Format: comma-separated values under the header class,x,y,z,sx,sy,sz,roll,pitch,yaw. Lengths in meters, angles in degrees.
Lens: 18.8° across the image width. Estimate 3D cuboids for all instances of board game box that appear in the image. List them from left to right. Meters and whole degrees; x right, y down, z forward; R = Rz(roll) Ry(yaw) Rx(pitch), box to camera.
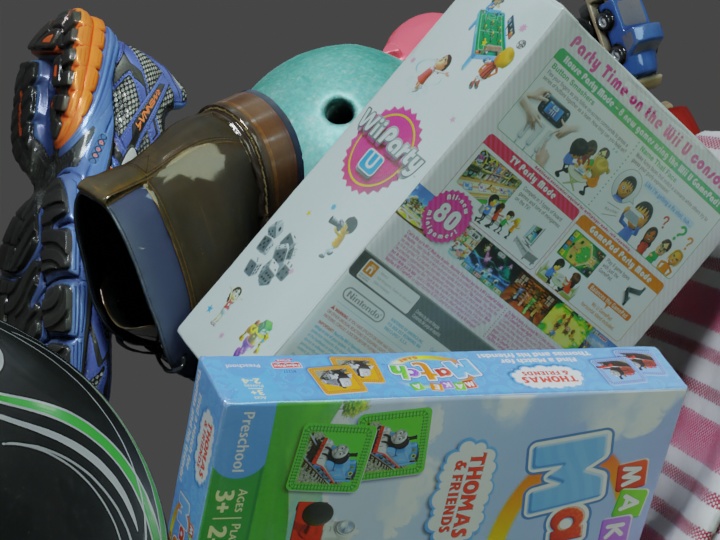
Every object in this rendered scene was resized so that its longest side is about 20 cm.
class,x,y,z,sx,sy,sz,roll,pitch,yaw
board game box,0.021,0.104,0.878,0.200,0.151,0.037,-1,31,-24
board game box,0.046,-0.002,0.897,0.200,0.064,0.148,-49,128,3

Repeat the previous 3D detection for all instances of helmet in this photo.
class,x,y,z,sx,sy,sz,roll,pitch,yaw
helmet,-0.164,0.114,0.818,0.191,0.200,0.200,46,54,-26

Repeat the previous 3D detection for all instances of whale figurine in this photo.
class,x,y,z,sx,sy,sz,roll,pitch,yaw
whale figurine,0.032,-0.044,0.987,0.200,0.104,0.159,2,61,9

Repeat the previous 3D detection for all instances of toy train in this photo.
class,x,y,z,sx,sy,sz,roll,pitch,yaw
toy train,0.164,-0.066,1.179,0.034,0.046,0.200,-15,82,-35

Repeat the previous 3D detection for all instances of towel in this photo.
class,x,y,z,sx,sy,sz,roll,pitch,yaw
towel,0.145,0.034,0.947,0.030,0.146,0.200,18,91,-16

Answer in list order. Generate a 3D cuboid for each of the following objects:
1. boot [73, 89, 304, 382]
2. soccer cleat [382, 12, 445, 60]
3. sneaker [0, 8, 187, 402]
class,x,y,z,sx,sy,sz,roll,pitch,yaw
boot,-0.076,0.028,0.938,0.097,0.075,0.200,-24,122,-39
soccer cleat,0.056,-0.041,1.087,0.067,0.077,0.200,-20,55,0
sneaker,-0.113,-0.020,0.971,0.078,0.075,0.200,17,67,-31
